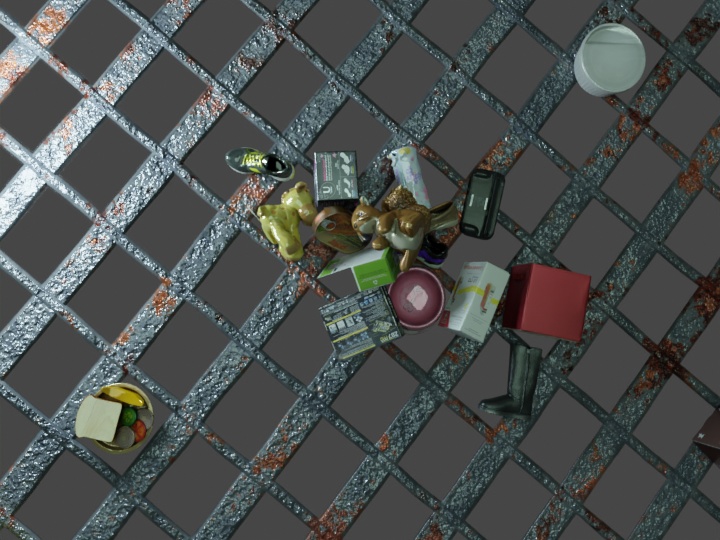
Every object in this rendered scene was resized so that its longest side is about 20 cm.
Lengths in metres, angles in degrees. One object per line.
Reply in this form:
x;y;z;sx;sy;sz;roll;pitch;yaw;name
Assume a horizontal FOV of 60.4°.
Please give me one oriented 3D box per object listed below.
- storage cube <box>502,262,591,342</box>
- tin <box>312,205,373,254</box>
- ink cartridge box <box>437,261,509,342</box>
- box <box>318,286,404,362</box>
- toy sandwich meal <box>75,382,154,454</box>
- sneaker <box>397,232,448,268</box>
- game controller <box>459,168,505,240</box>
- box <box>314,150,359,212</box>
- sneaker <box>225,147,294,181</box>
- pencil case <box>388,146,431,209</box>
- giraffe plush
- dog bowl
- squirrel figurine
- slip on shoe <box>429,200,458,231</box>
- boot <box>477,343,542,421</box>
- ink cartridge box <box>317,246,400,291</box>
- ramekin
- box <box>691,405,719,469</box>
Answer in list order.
0.509;0.089;1.715;0.196;0.171;0.184;11;86;-4;storage cube
-0.049;-0.109;1.684;0.112;0.199;0.042;-46;51;16;tin
0.310;0.082;1.706;0.082;0.145;0.203;26;83;-15;ink cartridge box
0.002;0.140;1.695;0.197;0.049;0.164;-25;86;18;box
-0.654;0.394;1.647;0.200;0.070;0.210;0;86;-5;toy sandwich meal
0.156;-0.079;1.725;0.196;0.100;0.071;18;62;-7;sneaker
0.353;-0.193;1.793;0.102;0.042;0.204;13;84;11;game controller
-0.070;-0.236;1.674;0.112;0.200;0.135;-4;86;-6;box
-0.279;-0.305;1.721;0.196;0.085;0.076;10;84;-4;sneaker
0.140;-0.247;1.746;0.082;0.090;0.204;-16;89;21;pencil case
-0.184;-0.147;1.679;0.162;0.172;0.201;-40;101;-12;giraffe plush
0.149;0.077;1.734;0.196;0.074;0.205;0;86;-5;dog bowl
0.078;-0.127;1.591;0.184;0.143;0.201;20;45;21;squirrel figurine
0.172;-0.134;1.678;0.196;0.077;0.061;-16;130;-6;slip on shoe
0.421;0.306;1.743;0.162;0.066;0.204;12;88;-12;boot
0.000;0.000;1.675;0.196;0.148;0.077;-17;105;17;ink cartridge box
0.723;-0.609;1.820;0.198;0.094;0.207;0;86;-4;ramekin
1.092;0.500;1.735;0.200;0.164;0.166;44;84;0;box
